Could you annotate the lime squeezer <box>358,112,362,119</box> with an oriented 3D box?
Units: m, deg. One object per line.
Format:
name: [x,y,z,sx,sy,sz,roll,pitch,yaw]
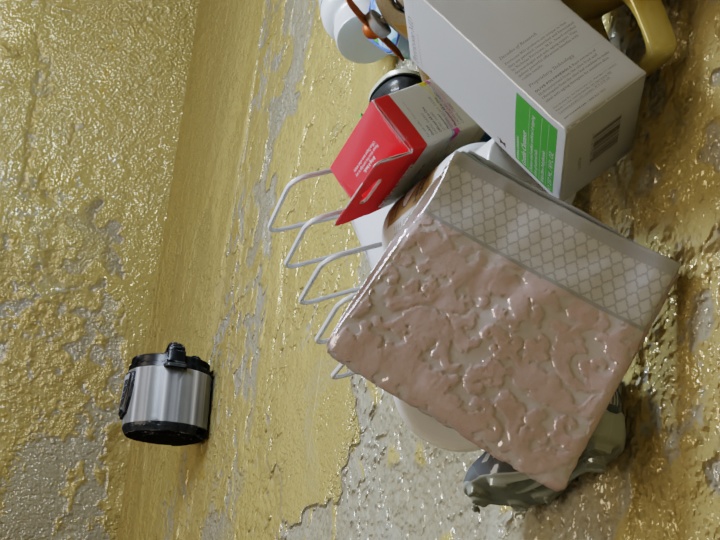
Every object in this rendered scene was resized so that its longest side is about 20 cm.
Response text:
lime squeezer: [0.022,-0.201,1.346,0.200,0.038,0.071,168,110,-69]

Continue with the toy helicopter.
toy helicopter: [0.062,-0.262,1.121,0.079,0.132,0.200,-59,-43,-68]

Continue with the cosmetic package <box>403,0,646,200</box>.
cosmetic package: [0.127,-0.166,0.811,0.200,0.085,0.108,48,168,27]

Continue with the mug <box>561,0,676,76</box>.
mug: [0.179,-0.255,0.811,0.153,0.149,0.187,147,137,-74]

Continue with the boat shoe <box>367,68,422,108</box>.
boat shoe: [0.035,-0.172,1.243,0.201,0.074,0.063,121,157,-58]

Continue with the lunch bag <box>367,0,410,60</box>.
lunch bag: [0.074,-0.361,1.215,0.161,0.082,0.200,-125,49,-61]

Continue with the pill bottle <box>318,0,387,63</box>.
pill bottle: [-0.003,-0.381,1.388,0.111,0.111,0.200,120,152,-43]

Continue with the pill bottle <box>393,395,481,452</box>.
pill bottle: [0.088,0.073,0.860,0.200,0.109,0.110,-54,-22,-79]

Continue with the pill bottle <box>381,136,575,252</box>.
pill bottle: [0.108,-0.054,0.935,0.200,0.114,0.114,143,133,-61]

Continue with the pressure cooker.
pressure cooker: [-0.394,0.249,2.058,0.176,0.179,0.200,-8,68,28]

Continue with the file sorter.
file sorter: [0.000,0.000,1.076,0.200,0.124,0.139,66,154,17]

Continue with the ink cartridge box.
ink cartridge box: [0.051,-0.127,1.001,0.067,0.200,0.116,55,143,13]

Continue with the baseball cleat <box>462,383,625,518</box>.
baseball cleat: [0.153,0.133,0.823,0.200,0.070,0.107,-41,29,53]

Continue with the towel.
towel: [0.105,0.030,0.738,0.191,0.200,0.032,-58,-14,-8]
